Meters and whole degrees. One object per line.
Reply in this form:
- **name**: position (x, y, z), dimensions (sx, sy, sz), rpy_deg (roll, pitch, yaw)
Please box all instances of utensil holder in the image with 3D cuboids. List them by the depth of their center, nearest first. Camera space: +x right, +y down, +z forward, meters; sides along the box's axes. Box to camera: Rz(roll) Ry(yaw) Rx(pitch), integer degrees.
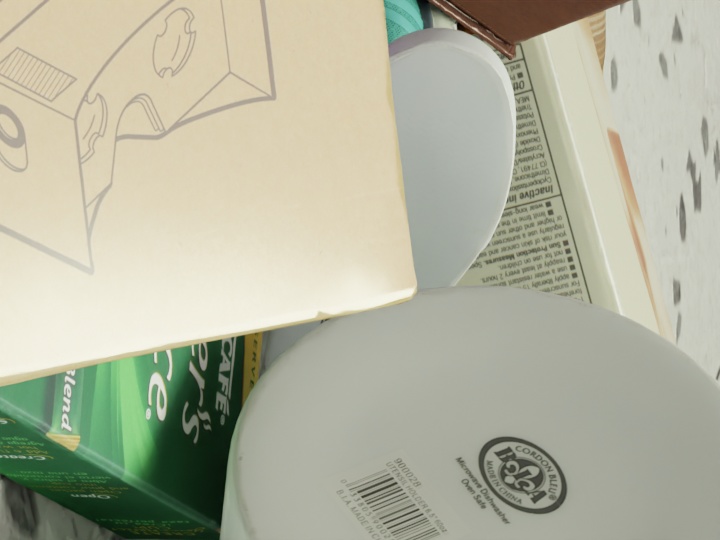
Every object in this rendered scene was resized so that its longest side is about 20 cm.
- **utensil holder**: position (0.035, 0.129, 0.817), dimensions (0.170, 0.169, 0.201), rpy_deg (-70, 170, -47)

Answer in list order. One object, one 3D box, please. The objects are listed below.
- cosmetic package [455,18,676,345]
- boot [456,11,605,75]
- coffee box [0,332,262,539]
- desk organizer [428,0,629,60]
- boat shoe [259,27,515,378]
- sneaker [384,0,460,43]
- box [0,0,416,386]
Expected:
- **cosmetic package**: position (0.060, 0.009, 1.026), dimensions (0.087, 0.103, 0.201), rpy_deg (-31, 107, -71)
- **boot**: position (0.067, -0.094, 1.155), dimensions (0.200, 0.076, 0.156), rpy_deg (-111, -156, -60)
- **coffee box**: position (-0.081, -0.001, 0.761), dimensions (0.200, 0.044, 0.124), rpy_deg (46, 46, -64)
- **desk organizer**: position (0.017, -0.156, 0.888), dimensions (0.200, 0.077, 0.072), rpy_deg (31, 55, -37)
- **boat shoe**: position (0.000, 0.000, 0.899), dimensions (0.057, 0.068, 0.201), rpy_deg (-78, -172, -60)
- **sneaker**: position (-0.016, -0.118, 0.951), dimensions (0.080, 0.077, 0.201), rpy_deg (22, 61, -50)
- **box**: position (-0.074, -0.057, 0.660), dimensions (0.199, 0.021, 0.164), rpy_deg (-10, 95, -40)
